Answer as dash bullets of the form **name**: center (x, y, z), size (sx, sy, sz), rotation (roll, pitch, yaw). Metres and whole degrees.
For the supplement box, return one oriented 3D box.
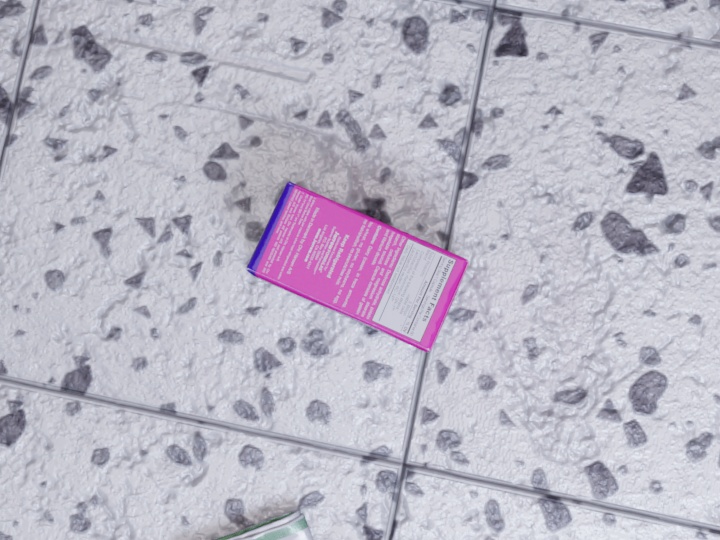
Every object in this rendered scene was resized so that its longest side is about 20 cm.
- **supplement box**: center (0.000, 0.000, 1.057), size (0.200, 0.101, 0.104), rotation (25, 86, 5)

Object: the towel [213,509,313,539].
- **towel**: center (-0.096, 0.365, 1.067), size (0.149, 0.031, 0.200), rotation (-20, 84, 2)
